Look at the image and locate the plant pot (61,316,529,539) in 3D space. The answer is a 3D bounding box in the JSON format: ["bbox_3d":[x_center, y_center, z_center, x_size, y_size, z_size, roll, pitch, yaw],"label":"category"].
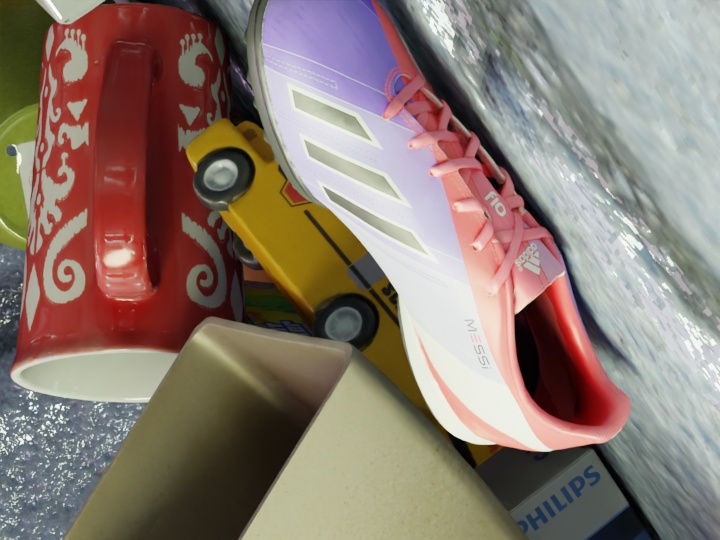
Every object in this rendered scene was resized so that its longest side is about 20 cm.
[{"bbox_3d":[-0.024,0.157,0.732,0.177,0.201,0.200,36,168,-19],"label":"plant pot"}]

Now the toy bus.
[{"bbox_3d":[0.000,0.000,0.757,0.200,0.078,0.065,50,174,34],"label":"toy bus"}]

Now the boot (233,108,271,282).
[{"bbox_3d":[-0.056,-0.027,1.115,0.201,0.076,0.155,63,167,-14],"label":"boot"}]

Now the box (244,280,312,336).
[{"bbox_3d":[-0.026,0.126,0.990,0.200,0.121,0.194,-140,58,-66],"label":"box"}]

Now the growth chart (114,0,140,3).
[{"bbox_3d":[-0.172,-0.201,1.223,0.201,0.018,0.145,59,172,-34],"label":"growth chart"}]

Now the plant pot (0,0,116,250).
[{"bbox_3d":[-0.208,-0.089,1.099,0.188,0.186,0.200,56,177,-22],"label":"plant pot"}]

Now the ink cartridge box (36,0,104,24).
[{"bbox_3d":[-0.183,-0.227,0.873,0.145,0.084,0.200,58,172,-28],"label":"ink cartridge box"}]

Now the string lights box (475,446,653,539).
[{"bbox_3d":[0.128,0.172,0.812,0.201,0.059,0.103,55,173,-10],"label":"string lights box"}]

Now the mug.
[{"bbox_3d":[-0.115,-0.042,0.921,0.177,0.132,0.202,-26,61,55],"label":"mug"}]

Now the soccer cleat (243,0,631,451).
[{"bbox_3d":[0.031,-0.020,0.570,0.073,0.068,0.201,5,131,49],"label":"soccer cleat"}]
